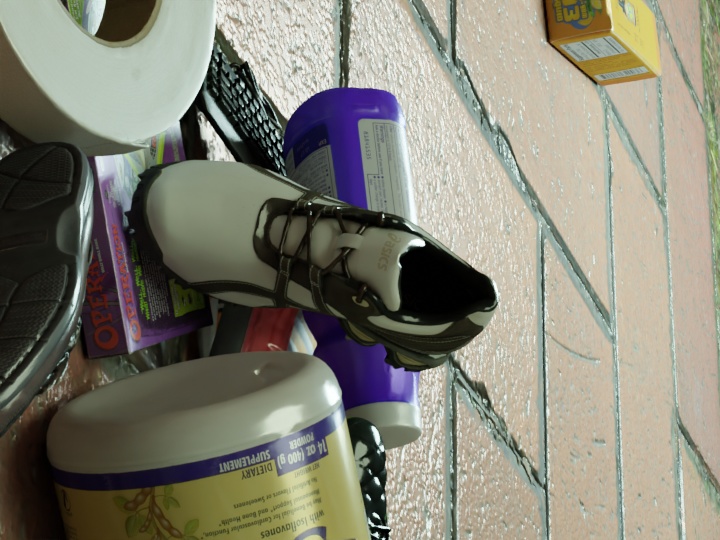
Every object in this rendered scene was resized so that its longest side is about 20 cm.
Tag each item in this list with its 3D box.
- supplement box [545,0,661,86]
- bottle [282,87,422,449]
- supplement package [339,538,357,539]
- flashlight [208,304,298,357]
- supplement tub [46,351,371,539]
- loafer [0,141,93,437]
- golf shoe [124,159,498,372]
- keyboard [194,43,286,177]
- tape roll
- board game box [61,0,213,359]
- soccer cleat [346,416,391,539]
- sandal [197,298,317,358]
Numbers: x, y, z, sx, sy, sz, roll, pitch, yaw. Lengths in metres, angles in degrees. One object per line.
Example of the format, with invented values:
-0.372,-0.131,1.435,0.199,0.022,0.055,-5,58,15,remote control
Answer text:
0.229,-0.228,2.506,0.200,0.069,0.067,28,55,-70,supplement box
0.000,0.000,1.497,0.084,0.065,0.200,130,-43,-60,bottle
-0.079,0.223,1.118,0.152,0.200,0.151,64,25,-45,supplement package
-0.051,0.058,1.420,0.068,0.068,0.200,28,70,-34,flashlight
-0.064,0.151,1.290,0.145,0.145,0.200,-38,118,-70,supplement tub
-0.151,0.020,1.209,0.200,0.072,0.063,-80,159,-51,loafer
-0.019,-0.014,1.368,0.200,0.094,0.078,19,71,-21,golf shoe
-0.047,-0.066,1.582,0.200,0.021,0.127,56,12,-36,keyboard
-0.140,-0.157,1.303,0.203,0.037,0.203,24,61,-55,tape roll
-0.125,-0.061,1.390,0.120,0.032,0.200,-20,101,-75,board game box
-0.001,0.178,1.391,0.068,0.081,0.200,14,85,-63,soccer cleat
-0.043,0.022,1.553,0.207,0.059,0.079,-68,145,-58,sandal
